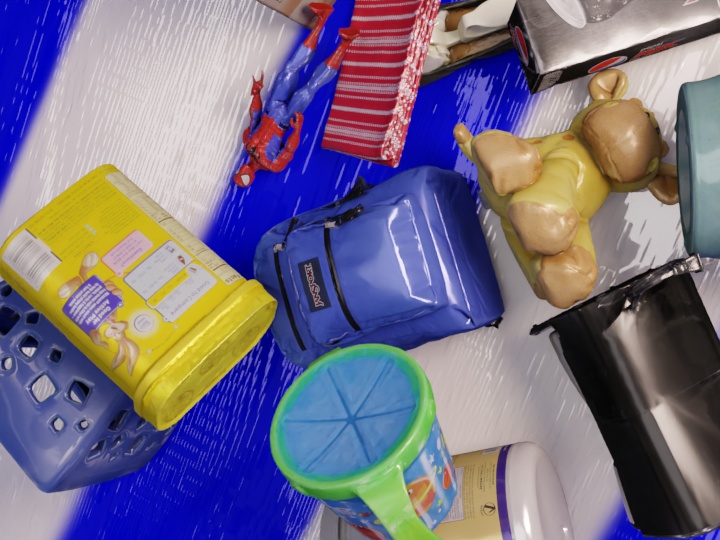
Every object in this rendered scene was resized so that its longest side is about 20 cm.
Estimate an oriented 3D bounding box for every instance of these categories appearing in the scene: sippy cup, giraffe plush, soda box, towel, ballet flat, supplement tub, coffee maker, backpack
[{"bbox_3d":[0.014,0.151,0.822,0.139,0.131,0.178,-5,47,27],"label":"sippy cup"},{"bbox_3d":[0.188,-0.082,0.855,0.162,0.200,0.173,-27,111,3],"label":"giraffe plush"},{"bbox_3d":[0.228,-0.214,0.841,0.199,0.063,0.071,-18,86,0],"label":"soda box"},{"bbox_3d":[0.018,-0.202,0.933,0.144,0.022,0.201,26,104,60],"label":"towel"},{"bbox_3d":[0.088,-0.220,0.924,0.199,0.068,0.068,-17,83,21],"label":"ballet flat"},{"bbox_3d":[0.079,0.240,0.906,0.199,0.145,0.146,-16,87,21],"label":"supplement tub"},{"bbox_3d":[0.242,0.106,0.815,0.134,0.192,0.201,-27,84,3],"label":"coffee maker"},{"bbox_3d":[0.000,0.000,0.917,0.199,0.168,0.163,-18,81,27],"label":"backpack"}]

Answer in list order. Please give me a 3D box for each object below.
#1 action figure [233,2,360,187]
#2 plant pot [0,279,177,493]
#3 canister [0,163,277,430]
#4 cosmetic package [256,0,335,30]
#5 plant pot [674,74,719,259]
[{"bbox_3d":[-0.074,-0.161,0.987,0.065,0.052,0.200,40,121,13],"label":"action figure"},{"bbox_3d":[-0.263,0.079,1.007,0.180,0.200,0.200,-46,76,9],"label":"plant pot"},{"bbox_3d":[-0.194,0.017,0.880,0.200,0.087,0.149,40,63,11],"label":"canister"},{"bbox_3d":[-0.081,-0.299,0.914,0.087,0.200,0.104,42,105,15],"label":"cosmetic package"},{"bbox_3d":[0.334,-0.080,0.752,0.187,0.200,0.201,-3,91,13],"label":"plant pot"}]
